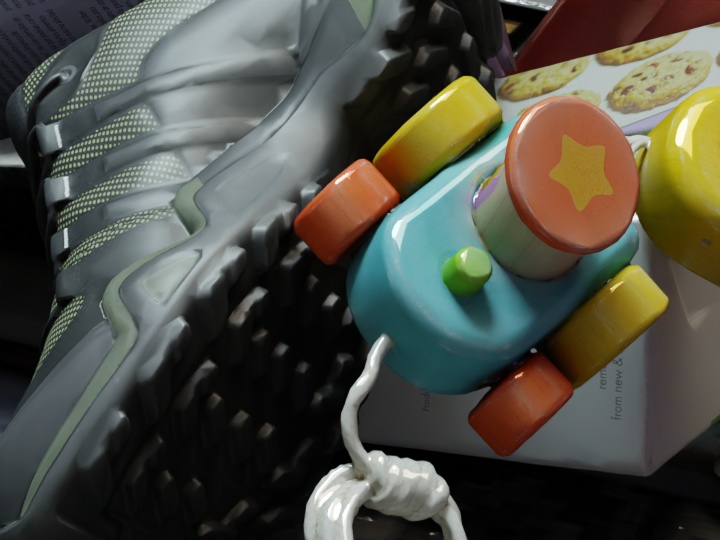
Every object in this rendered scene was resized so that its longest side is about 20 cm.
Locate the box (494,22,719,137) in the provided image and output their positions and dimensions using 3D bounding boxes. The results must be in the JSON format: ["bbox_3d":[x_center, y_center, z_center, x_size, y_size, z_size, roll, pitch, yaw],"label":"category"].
[{"bbox_3d":[0.065,-0.035,0.827,0.200,0.039,0.041,-11,42,41],"label":"box"}]

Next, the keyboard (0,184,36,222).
[{"bbox_3d":[-0.061,-0.042,0.992,0.127,0.021,0.200,4,17,1],"label":"keyboard"}]

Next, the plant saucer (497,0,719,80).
[{"bbox_3d":[0.130,-0.057,0.905,0.199,0.037,0.200,-5,35,39],"label":"plant saucer"}]

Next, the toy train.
[{"bbox_3d":[0.085,0.020,0.624,0.200,0.150,0.056,5,-28,-25],"label":"toy train"}]

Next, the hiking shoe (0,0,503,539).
[{"bbox_3d":[-0.044,-0.007,0.669,0.101,0.076,0.200,8,53,34],"label":"hiking shoe"}]

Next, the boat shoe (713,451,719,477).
[{"bbox_3d":[0.162,0.024,0.805,0.072,0.068,0.200,21,24,33],"label":"boat shoe"}]

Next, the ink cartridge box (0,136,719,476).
[{"bbox_3d":[0.000,0.000,0.761,0.200,0.067,0.117,6,13,24],"label":"ink cartridge box"}]

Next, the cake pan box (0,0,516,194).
[{"bbox_3d":[-0.066,-0.089,0.800,0.184,0.052,0.200,-15,-21,10],"label":"cake pan box"}]
